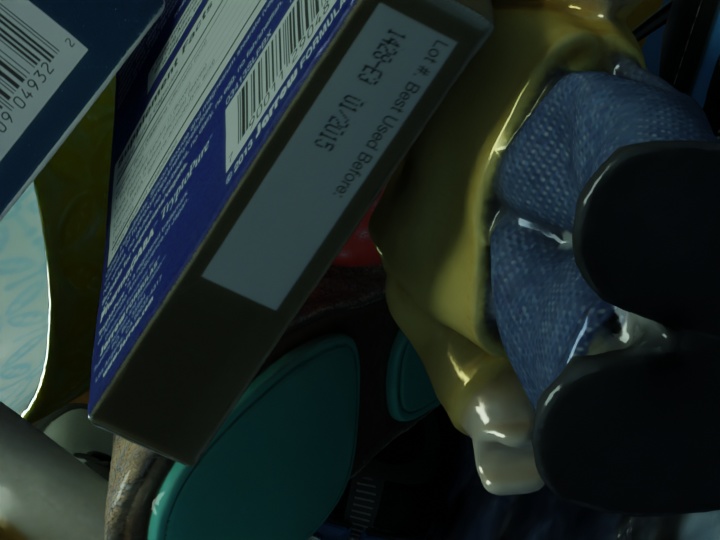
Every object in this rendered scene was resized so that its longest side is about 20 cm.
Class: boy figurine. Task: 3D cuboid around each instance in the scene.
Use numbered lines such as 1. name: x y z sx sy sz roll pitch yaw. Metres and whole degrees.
1. boy figurine: 0.039 -0.017 0.553 0.200 0.064 0.125 -119 36 -68

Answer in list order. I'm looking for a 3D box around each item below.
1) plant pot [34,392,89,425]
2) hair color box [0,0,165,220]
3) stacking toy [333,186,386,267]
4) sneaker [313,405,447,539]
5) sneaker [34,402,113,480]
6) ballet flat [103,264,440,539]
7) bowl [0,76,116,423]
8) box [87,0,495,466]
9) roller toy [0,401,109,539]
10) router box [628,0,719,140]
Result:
1. plant pot: -0.183 0.067 1.093 0.200 0.200 0.184 -51 10 43
2. hair color box: -0.129 -0.016 0.677 0.100 0.060 0.200 -55 9 -29
3. stacking toy: 0.014 -0.064 0.714 0.086 0.085 0.200 -57 2 33
4. sneaker: 0.000 0.000 0.799 0.200 0.070 0.083 -84 17 -45
5. sneaker: -0.075 0.100 0.927 0.079 0.074 0.200 -53 27 14
6. ballet flat: -0.020 0.025 0.684 0.200 0.067 0.068 -29 -49 -51
7. bowl: -0.097 -0.060 0.831 0.200 0.107 0.201 39 138 45
8. box: -0.019 -0.064 0.604 0.121 0.032 0.200 -55 22 29
9. roller toy: -0.090 0.114 0.726 0.140 0.200 0.182 -53 34 -8
10. router box: 0.093 -0.064 0.628 0.149 0.051 0.201 -1 72 71
